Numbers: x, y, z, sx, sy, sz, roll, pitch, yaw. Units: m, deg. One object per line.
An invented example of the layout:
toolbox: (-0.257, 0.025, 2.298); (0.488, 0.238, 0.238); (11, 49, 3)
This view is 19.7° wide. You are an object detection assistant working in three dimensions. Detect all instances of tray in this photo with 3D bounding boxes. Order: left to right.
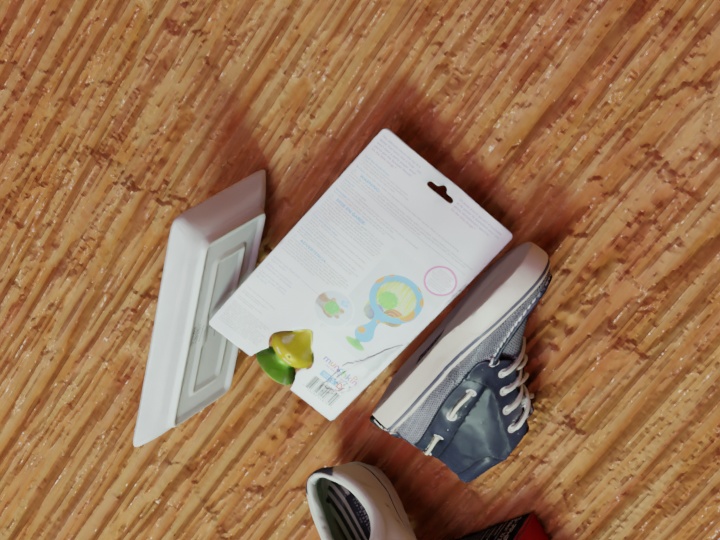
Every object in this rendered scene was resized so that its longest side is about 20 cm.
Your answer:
tray: (-0.109, 0.031, 1.480); (0.022, 0.107, 0.200); (29, 126, 23)

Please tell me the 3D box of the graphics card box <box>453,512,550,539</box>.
graphics card box: (0.075, 0.268, 1.554); (0.200, 0.051, 0.126); (-26, 102, 33)

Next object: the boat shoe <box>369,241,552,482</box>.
boat shoe: (0.095, 0.066, 1.431); (0.093, 0.075, 0.200); (37, 134, -4)

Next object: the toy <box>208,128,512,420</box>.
toy: (0.000, 0.000, 1.442); (0.115, 0.047, 0.200); (39, 112, -9)

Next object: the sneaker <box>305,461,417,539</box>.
sneaker: (0.018, 0.226, 1.492); (0.073, 0.071, 0.200); (-48, 60, 24)
